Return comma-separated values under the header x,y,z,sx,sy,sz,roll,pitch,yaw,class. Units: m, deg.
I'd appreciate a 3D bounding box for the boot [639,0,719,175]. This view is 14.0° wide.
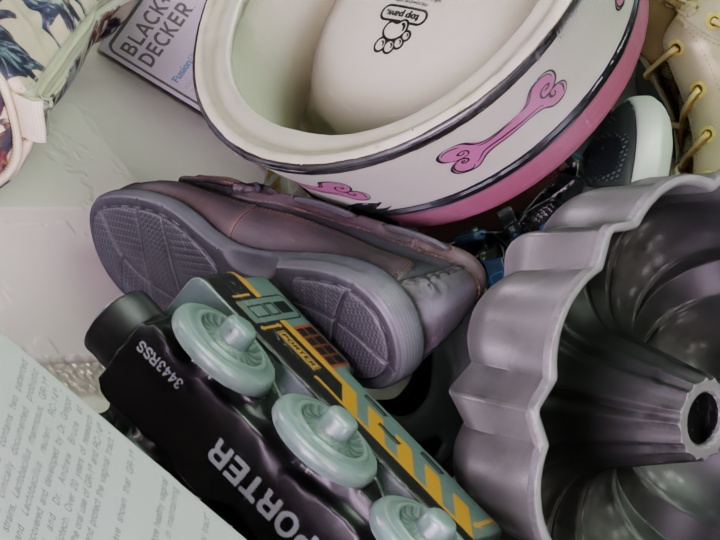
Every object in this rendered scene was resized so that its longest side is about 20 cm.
x,y,z,sx,sy,sz,roll,pitch,yaw,class
0.148,-0.058,1.318,0.200,0.156,0.073,27,-15,-4,boot

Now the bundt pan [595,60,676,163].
x,y,z,sx,sy,sz,roll,pitch,yaw,class
0.189,-0.035,1.439,0.202,0.202,0.076,37,35,-1,bundt pan

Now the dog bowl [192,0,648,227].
x,y,z,sx,sy,sz,roll,pitch,yaw,class
0.032,-0.105,1.221,0.074,0.200,0.200,47,17,-42,dog bowl

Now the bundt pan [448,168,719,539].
x,y,z,sx,sy,sz,roll,pitch,yaw,class
0.111,0.055,1.177,0.202,0.202,0.076,4,3,-45,bundt pan

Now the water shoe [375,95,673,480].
x,y,z,sx,sy,sz,roll,pitch,yaw,class
0.064,0.006,1.254,0.079,0.200,0.072,27,2,-8,water shoe

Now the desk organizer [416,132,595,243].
x,y,z,sx,sy,sz,roll,pitch,yaw,class
0.072,-0.030,1.335,0.200,0.077,0.072,66,20,-11,desk organizer

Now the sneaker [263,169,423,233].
x,y,z,sx,sy,sz,roll,pitch,yaw,class
0.000,0.000,1.316,0.088,0.076,0.200,39,33,-18,sneaker

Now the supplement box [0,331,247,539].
x,y,z,sx,sy,sz,roll,pitch,yaw,class
-0.110,0.114,0.958,0.200,0.101,0.103,42,26,-21,supplement box

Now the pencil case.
x,y,z,sx,sy,sz,roll,pitch,yaw,class
-0.155,-0.099,1.281,0.089,0.078,0.200,12,29,6,pencil case

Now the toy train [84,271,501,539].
x,y,z,sx,sy,sz,roll,pitch,yaw,class
-0.017,0.080,1.100,0.200,0.085,0.114,44,20,15,toy train

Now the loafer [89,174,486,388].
x,y,z,sx,sy,sz,roll,pitch,yaw,class
-0.031,0.000,1.210,0.063,0.072,0.200,-30,31,-33,loafer

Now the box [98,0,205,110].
x,y,z,sx,sy,sz,roll,pitch,yaw,class
-0.012,-0.106,1.407,0.200,0.117,0.060,32,44,-11,box
